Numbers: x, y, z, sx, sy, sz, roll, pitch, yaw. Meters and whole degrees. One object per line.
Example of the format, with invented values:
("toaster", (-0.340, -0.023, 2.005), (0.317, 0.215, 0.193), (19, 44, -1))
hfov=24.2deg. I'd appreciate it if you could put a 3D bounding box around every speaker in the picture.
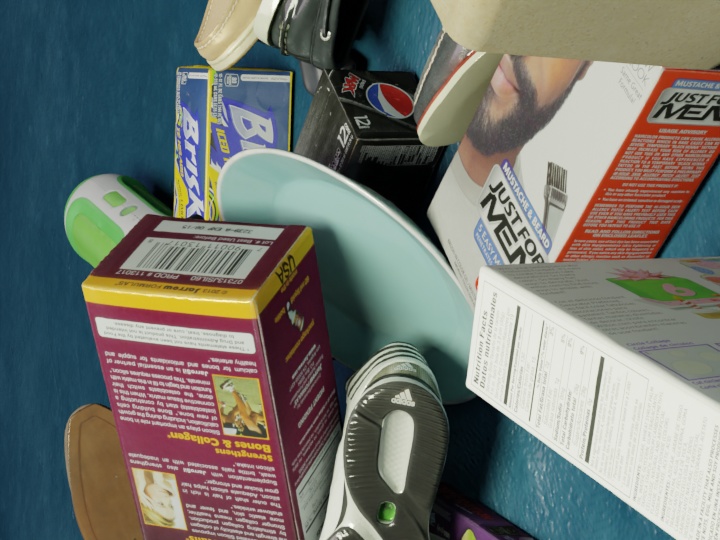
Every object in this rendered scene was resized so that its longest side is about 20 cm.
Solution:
("speaker", (-0.184, -0.021, 1.399), (0.200, 0.088, 0.089), (34, 121, 59))

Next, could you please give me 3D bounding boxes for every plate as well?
("plate", (0.000, 0.000, 0.984), (0.200, 0.026, 0.200), (32, 152, 20))

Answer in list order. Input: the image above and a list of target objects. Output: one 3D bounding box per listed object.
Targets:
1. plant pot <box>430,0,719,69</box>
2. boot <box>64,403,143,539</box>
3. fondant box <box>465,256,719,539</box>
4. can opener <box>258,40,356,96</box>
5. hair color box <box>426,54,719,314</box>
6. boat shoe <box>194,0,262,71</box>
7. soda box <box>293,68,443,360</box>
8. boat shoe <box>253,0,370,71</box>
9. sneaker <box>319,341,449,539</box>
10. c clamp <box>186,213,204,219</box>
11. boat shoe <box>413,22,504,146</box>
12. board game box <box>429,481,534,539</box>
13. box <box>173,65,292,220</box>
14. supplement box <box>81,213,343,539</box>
("plant pot", (0.106, -0.191, 0.666), (0.177, 0.200, 0.200), (-63, 38, 42))
("boot", (-0.150, 0.170, 1.153), (0.146, 0.070, 0.200), (-148, 35, -77))
("fondant box", (0.152, 0.049, 0.651), (0.200, 0.144, 0.058), (-144, 56, -58))
("can opener", (-0.059, -0.172, 1.162), (0.200, 0.063, 0.079), (39, 125, 57))
("hair color box", (0.108, -0.059, 0.829), (0.200, 0.064, 0.111), (-64, 36, 40))
("boat shoe", (-0.072, -0.228, 1.096), (0.074, 0.069, 0.200), (-7, 58, 59))
("soda box", (-0.014, -0.032, 1.077), (0.071, 0.063, 0.200), (66, 146, 39))
("boat shoe", (0.010, -0.207, 1.014), (0.066, 0.074, 0.199), (39, 107, 14))
("sneaker", (0.013, 0.136, 0.988), (0.115, 0.076, 0.201), (-79, 2, -70))
("c clamp", (-0.081, 0.039, 1.124), (0.200, 0.027, 0.171), (6, -117, -87))
("boat shoe", (0.079, -0.146, 0.868), (0.063, 0.071, 0.200), (57, 136, 24))
("board game box", (0.079, 0.204, 0.937), (0.200, 0.032, 0.120), (26, 110, 62))
("box", (-0.095, -0.049, 1.232), (0.064, 0.070, 0.200), (13, 103, 61))
("supplement box", (-0.079, 0.075, 0.993), (0.110, 0.086, 0.200), (5, 123, 22))
